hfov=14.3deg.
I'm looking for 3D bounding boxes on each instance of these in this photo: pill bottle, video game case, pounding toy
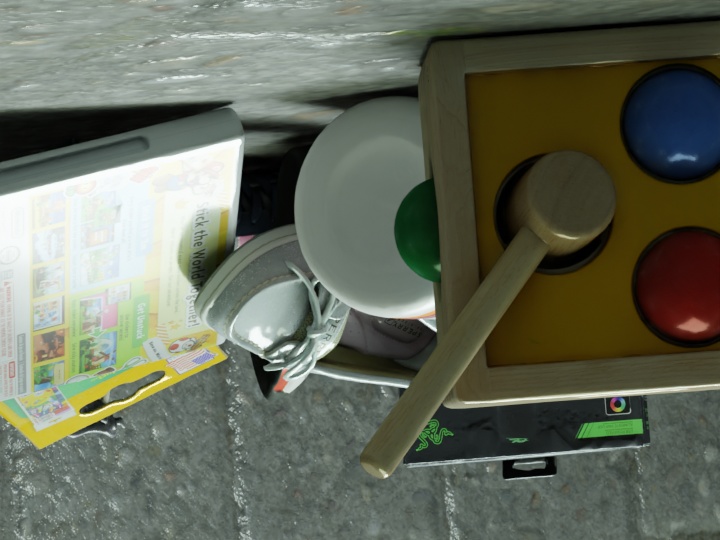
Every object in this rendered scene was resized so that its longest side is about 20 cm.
[{"bbox_3d":[0.055,-0.029,1.479,0.109,0.110,0.200,-6,176,25],"label":"pill bottle"},{"bbox_3d":[-0.152,0.001,1.458,0.181,0.023,0.200,-14,150,-15],"label":"video game case"},{"bbox_3d":[0.090,-0.009,1.251,0.199,0.185,0.142,-4,176,-2],"label":"pounding toy"}]

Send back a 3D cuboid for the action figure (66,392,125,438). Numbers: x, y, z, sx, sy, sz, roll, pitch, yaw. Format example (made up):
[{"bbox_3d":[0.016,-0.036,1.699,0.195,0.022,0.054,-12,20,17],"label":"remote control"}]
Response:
[{"bbox_3d":[-0.137,0.007,1.767,0.102,0.200,0.119,42,177,-32],"label":"action figure"}]

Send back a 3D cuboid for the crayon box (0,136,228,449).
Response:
[{"bbox_3d":[-0.166,0.016,1.550,0.125,0.052,0.200,-26,150,6],"label":"crayon box"}]

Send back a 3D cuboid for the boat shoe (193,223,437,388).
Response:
[{"bbox_3d":[-0.008,0.027,1.540,0.202,0.075,0.065,18,-156,-53],"label":"boat shoe"}]

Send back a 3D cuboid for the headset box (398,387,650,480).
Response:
[{"bbox_3d":[0.112,0.047,2.039,0.173,0.201,0.093,-4,177,8],"label":"headset box"}]

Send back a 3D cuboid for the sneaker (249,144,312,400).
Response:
[{"bbox_3d":[0.000,0.000,1.642,0.108,0.067,0.202,-8,142,-19],"label":"sneaker"}]

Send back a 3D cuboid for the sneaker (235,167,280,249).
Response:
[{"bbox_3d":[-0.058,-0.040,1.672,0.082,0.070,0.200,-33,161,29],"label":"sneaker"}]
